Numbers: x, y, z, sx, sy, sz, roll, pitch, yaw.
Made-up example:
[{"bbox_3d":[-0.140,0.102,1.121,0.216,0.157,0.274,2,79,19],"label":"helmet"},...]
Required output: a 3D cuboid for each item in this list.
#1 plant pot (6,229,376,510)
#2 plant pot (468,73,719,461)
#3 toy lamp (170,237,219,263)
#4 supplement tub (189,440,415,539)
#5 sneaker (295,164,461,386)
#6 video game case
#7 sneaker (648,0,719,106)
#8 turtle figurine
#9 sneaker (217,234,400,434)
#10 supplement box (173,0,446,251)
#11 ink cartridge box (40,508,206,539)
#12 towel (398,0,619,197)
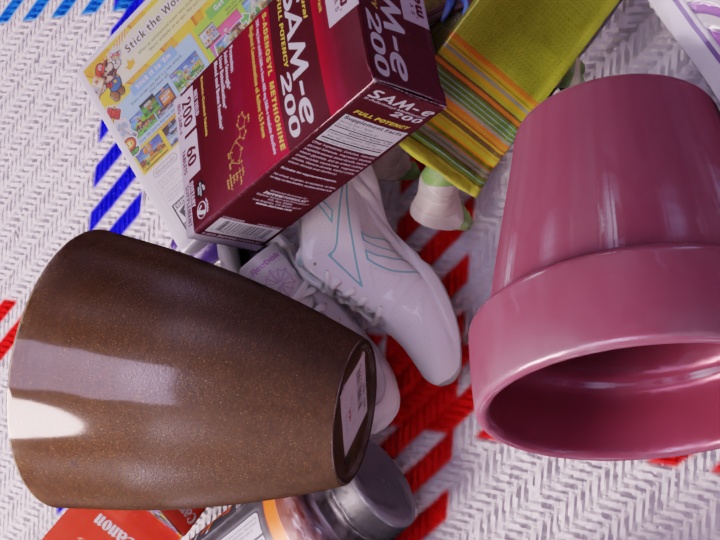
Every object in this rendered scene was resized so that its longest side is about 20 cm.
[{"bbox_3d":[-0.095,0.077,0.731,0.197,0.187,0.190,6,87,16],"label":"plant pot"},{"bbox_3d":[0.159,-0.004,0.647,0.198,0.199,0.182,-16,59,30],"label":"plant pot"},{"bbox_3d":[-0.079,-0.081,0.878,0.200,0.058,0.058,-46,63,16],"label":"toy lamp"},{"bbox_3d":[-0.054,0.205,0.795,0.199,0.106,0.108,-40,65,21],"label":"supplement tub"},{"bbox_3d":[0.000,0.000,0.780,0.080,0.071,0.202,-28,80,-21],"label":"sneaker"},{"bbox_3d":[-0.109,-0.145,0.849,0.199,0.023,0.183,-39,75,20],"label":"video game case"},{"bbox_3d":[0.245,-0.160,0.661,0.114,0.072,0.202,-41,60,27],"label":"sneaker"},{"bbox_3d":[0.085,-0.140,0.769,0.142,0.200,0.196,24,121,6],"label":"turtle figurine"},{"bbox_3d":[-0.048,0.039,0.812,0.075,0.100,0.200,-39,63,-6],"label":"sneaker"},{"bbox_3d":[-0.040,-0.105,0.692,0.199,0.060,0.111,-34,57,42],"label":"supplement box"},{"bbox_3d":[-0.157,0.141,0.845,0.108,0.051,0.201,24,64,33],"label":"ink cartridge box"},{"bbox_3d":[0.100,-0.143,0.669,0.201,0.085,0.018,-53,36,14],"label":"towel"}]
